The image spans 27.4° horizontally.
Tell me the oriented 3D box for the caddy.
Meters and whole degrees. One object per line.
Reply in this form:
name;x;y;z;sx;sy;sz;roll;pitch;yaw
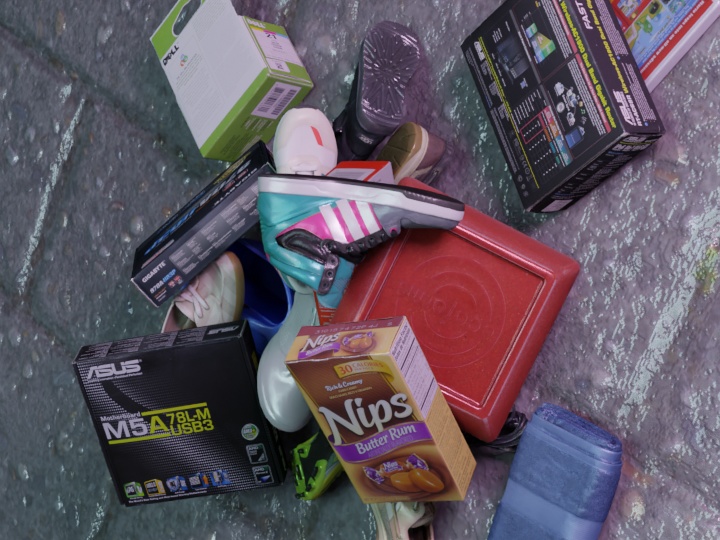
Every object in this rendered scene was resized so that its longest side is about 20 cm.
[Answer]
caddy;-0.130;0.040;1.708;0.200;0.105;0.142;32;107;41

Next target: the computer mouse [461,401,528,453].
computer mouse;0.108;0.087;1.513;0.138;0.053;0.201;-9;88;33

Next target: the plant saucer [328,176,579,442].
plant saucer;0.086;0.039;1.440;0.199;0.037;0.201;27;93;0

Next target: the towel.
towel;0.184;0.239;1.424;0.111;0.048;0.201;27;104;42

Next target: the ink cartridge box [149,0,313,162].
ink cartridge box;-0.159;-0.253;1.791;0.148;0.076;0.201;-46;55;31

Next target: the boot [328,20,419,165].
boot;-0.013;-0.162;1.646;0.200;0.065;0.165;-52;17;49

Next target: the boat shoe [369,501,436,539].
boat shoe;0.051;0.250;1.541;0.065;0.072;0.201;-5;86;36

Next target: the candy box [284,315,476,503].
candy box;0.021;0.138;1.426;0.116;0.201;0.057;-7;36;29

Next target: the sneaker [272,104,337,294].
sneaker;-0.054;-0.069;1.541;0.093;0.070;0.201;-119;32;-59

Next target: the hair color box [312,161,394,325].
hair color box;0.000;0.000;1.524;0.064;0.111;0.201;3;116;27

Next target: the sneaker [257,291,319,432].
sneaker;-0.052;0.071;1.578;0.088;0.075;0.201;-32;39;64

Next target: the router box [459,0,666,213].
router box;0.192;-0.178;1.431;0.150;0.062;0.201;-40;62;46

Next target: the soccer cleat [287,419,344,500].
soccer cleat;-0.021;0.194;1.617;0.065;0.083;0.200;68;148;29

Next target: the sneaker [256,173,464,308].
sneaker;-0.005;-0.023;1.394;0.199;0.084;0.122;7;97;12

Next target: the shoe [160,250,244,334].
shoe;-0.185;0.067;1.653;0.070;0.053;0.201;43;121;31

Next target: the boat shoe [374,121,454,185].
boat shoe;0.031;-0.077;1.591;0.201;0.066;0.072;-51;29;42

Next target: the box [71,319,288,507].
box;-0.198;0.161;1.646;0.199;0.048;0.194;-9;116;10

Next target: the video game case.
video game case;0.248;-0.269;1.436;0.143;0.017;0.200;-50;54;28

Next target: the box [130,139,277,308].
box;-0.168;-0.055;1.663;0.200;0.046;0.159;-40;15;5
